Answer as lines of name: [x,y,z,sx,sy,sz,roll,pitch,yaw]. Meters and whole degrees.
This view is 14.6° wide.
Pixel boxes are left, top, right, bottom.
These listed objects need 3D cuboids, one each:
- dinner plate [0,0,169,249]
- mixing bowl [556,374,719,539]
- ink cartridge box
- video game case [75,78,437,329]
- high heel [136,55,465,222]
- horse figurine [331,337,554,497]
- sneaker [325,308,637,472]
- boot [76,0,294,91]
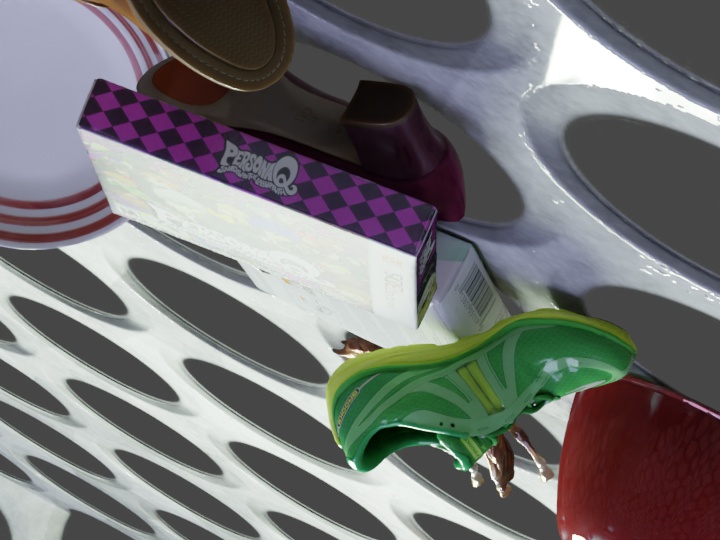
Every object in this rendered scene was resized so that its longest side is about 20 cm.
dinner plate: [-0.203,-0.104,1.674,0.200,0.200,0.024,33,-151,-10]
mixing bowl: [0.202,0.162,1.815,0.200,0.109,0.200,28,165,8]
ink cartridge box: [0.000,0.000,1.804,0.200,0.050,0.161,26,165,27]
video game case: [-0.053,-0.034,1.576,0.200,0.036,0.181,21,167,6]
high heel: [-0.035,-0.070,1.579,0.200,0.067,0.096,16,149,36]
horse figurine: [0.064,0.098,1.969,0.133,0.050,0.200,53,168,-14]
sneaker: [0.077,0.080,1.718,0.200,0.084,0.074,-16,151,18]
boot: [-0.128,-0.153,1.471,0.200,0.077,0.155,35,164,-5]
